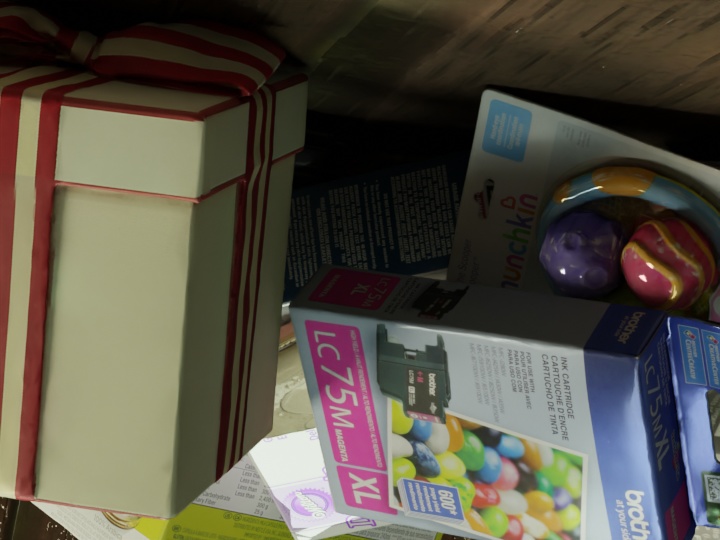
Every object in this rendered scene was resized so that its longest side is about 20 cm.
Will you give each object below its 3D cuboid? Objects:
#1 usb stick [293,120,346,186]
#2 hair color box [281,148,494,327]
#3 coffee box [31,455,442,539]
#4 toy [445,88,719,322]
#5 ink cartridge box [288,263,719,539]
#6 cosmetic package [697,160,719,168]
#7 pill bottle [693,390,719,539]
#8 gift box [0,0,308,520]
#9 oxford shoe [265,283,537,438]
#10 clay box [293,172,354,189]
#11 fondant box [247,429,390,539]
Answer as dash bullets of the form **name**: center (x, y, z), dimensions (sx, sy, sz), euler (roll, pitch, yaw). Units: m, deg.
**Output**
- **usb stick**: center (-0.107, -0.070, 1.199), dimensions (0.200, 0.033, 0.055), euler (10, 179, -10)
- **hair color box**: center (0.000, 0.000, 1.215), dimensions (0.200, 0.061, 0.100), euler (-11, 158, 13)
- **coffee box**: center (-0.066, 0.076, 1.504), dimensions (0.200, 0.198, 0.200), euler (15, -173, -38)
- **toy**: center (0.131, 0.008, 1.068), dimensions (0.200, 0.047, 0.115), euler (18, 131, 9)
- **ink cartridge box**: center (0.071, 0.066, 1.090), dimensions (0.200, 0.120, 0.042), euler (6, -143, 26)
- **cosmetic package**: center (0.212, 0.008, 1.194), dimensions (0.107, 0.085, 0.200), euler (3, 170, 24)
- **pill bottle**: center (0.196, 0.109, 1.208), dimensions (0.200, 0.113, 0.113), euler (4, 171, 37)
- **gift box**: center (-0.126, -0.019, 1.057), dimensions (0.184, 0.187, 0.200), euler (7, -168, 7)
- **oxford shoe**: center (0.018, 0.055, 1.174), dimensions (0.200, 0.074, 0.071), euler (-18, 156, 25)
- **clay box**: center (-0.078, -0.036, 1.304), dimensions (0.200, 0.048, 0.115), euler (5, -178, -28)
- **fondant box**: center (0.037, 0.062, 1.323), dimensions (0.200, 0.058, 0.144), euler (-12, 135, 14)
